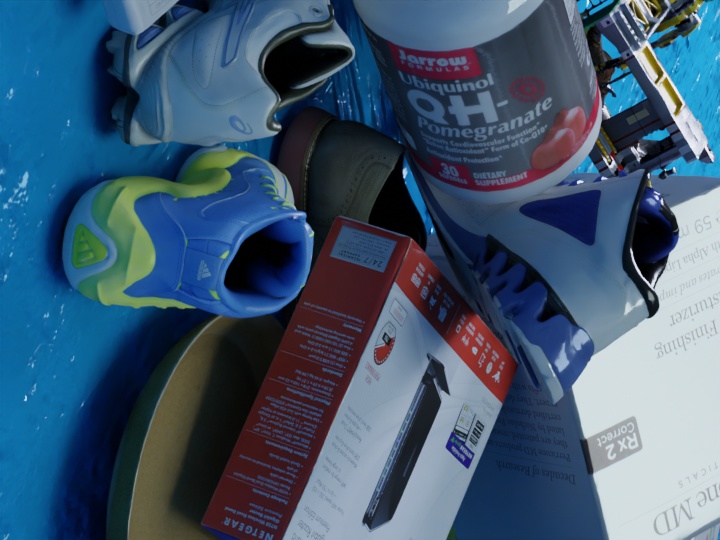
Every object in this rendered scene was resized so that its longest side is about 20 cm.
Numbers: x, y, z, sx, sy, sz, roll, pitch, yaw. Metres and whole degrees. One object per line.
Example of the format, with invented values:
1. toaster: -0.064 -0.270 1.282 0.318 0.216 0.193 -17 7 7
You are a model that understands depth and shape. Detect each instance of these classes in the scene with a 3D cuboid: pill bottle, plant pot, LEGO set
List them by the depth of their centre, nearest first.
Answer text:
1. pill bottle: 0.056 -0.134 1.256 0.111 0.110 0.200 -63 152 -27
2. plant pot: -0.082 0.117 1.268 0.200 0.027 0.202 8 90 -67
3. LEGO set: 0.135 -0.091 1.453 0.116 0.199 0.154 57 22 -10

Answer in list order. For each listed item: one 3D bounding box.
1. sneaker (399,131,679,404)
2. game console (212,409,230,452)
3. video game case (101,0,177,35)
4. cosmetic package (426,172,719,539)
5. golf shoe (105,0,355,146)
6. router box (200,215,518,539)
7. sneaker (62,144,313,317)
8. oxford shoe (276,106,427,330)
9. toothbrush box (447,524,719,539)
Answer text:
1. sneaker: 0.109 -0.020 1.335 0.115 0.200 0.081 -28 135 -5
2. game console: -0.075 0.181 1.376 0.178 0.031 0.200 -69 158 -14
3. video game case: -0.069 -0.233 1.061 0.182 0.023 0.201 -45 141 -28
4. cosmetic package: 0.144 0.060 1.509 0.164 0.165 0.201 -24 106 -30
5. golf shoe: -0.039 -0.116 1.184 0.200 0.097 0.079 -54 149 -45
6. router box: 0.006 0.092 1.331 0.180 0.049 0.200 -67 153 -12
7. sneaker: -0.058 -0.010 1.191 0.200 0.104 0.076 -24 126 -62
8. oxford shoe: 0.000 0.000 1.380 0.071 0.074 0.201 -58 153 -36
9. toothbrush box: 0.126 0.175 1.632 0.146 0.199 0.087 -53 154 -44
